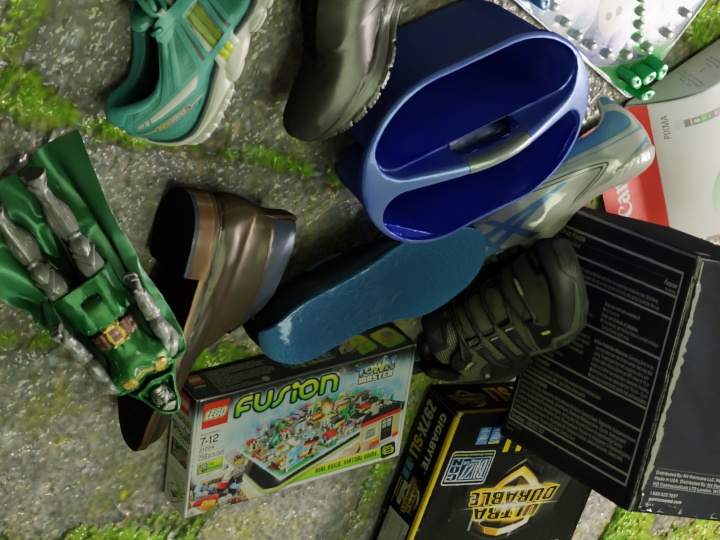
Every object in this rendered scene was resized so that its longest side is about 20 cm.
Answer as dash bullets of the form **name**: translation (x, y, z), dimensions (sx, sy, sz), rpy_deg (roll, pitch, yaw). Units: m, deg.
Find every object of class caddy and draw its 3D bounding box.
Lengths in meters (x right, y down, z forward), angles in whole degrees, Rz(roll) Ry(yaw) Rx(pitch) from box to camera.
- **caddy**: translation (0.072, -0.104, 1.472), dimensions (0.199, 0.105, 0.142), rpy_deg (-27, 132, -21)

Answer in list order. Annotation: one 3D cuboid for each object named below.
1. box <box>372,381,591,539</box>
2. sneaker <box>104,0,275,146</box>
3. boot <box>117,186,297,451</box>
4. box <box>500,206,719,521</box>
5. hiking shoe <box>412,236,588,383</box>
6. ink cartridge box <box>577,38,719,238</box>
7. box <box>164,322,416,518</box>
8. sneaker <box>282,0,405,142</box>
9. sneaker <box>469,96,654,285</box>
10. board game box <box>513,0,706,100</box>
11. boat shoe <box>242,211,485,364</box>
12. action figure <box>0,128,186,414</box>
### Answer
- **box**: translation (0.119, 0.174, 1.752), dimensions (0.199, 0.049, 0.160), rpy_deg (1, 117, -39)
- **sneaker**: translation (-0.106, -0.170, 1.309), dimensions (0.079, 0.078, 0.201), rpy_deg (7, 115, -32)
- **boot**: translation (-0.107, 0.039, 1.453), dimensions (0.097, 0.075, 0.201), rpy_deg (2, 116, -36)
- **box**: translation (0.229, 0.070, 1.607), dimensions (0.123, 0.200, 0.199), rpy_deg (9, 100, -29)
- **hiking shoe**: translation (0.102, 0.042, 1.579), dimensions (0.100, 0.076, 0.200), rpy_deg (-12, 156, -26)
- **ink cartridge box**: translation (0.265, -0.086, 1.686), dimensions (0.200, 0.050, 0.161), rpy_deg (-35, 135, -17)
- **box**: translation (-0.054, 0.114, 1.578), dimensions (0.199, 0.035, 0.110), rpy_deg (-14, 127, -32)
- **sneaker**: translation (-0.012, -0.184, 1.385), dimensions (0.091, 0.076, 0.201), rpy_deg (20, 99, -35)
- **sneaker**: translation (0.135, -0.057, 1.599), dimensions (0.200, 0.073, 0.072), rpy_deg (-37, 165, 5)
- **board game box**: translation (0.221, -0.247, 1.550), dimensions (0.200, 0.026, 0.200), rpy_deg (-53, 137, 5)
- **boat shoe**: translation (0.000, 0.000, 1.521), dimensions (0.199, 0.069, 0.085), rpy_deg (-18, 121, -30)
- **action figure**: translation (-0.177, 0.020, 1.358), dimensions (0.118, 0.055, 0.200), rpy_deg (-35, 117, 1)
